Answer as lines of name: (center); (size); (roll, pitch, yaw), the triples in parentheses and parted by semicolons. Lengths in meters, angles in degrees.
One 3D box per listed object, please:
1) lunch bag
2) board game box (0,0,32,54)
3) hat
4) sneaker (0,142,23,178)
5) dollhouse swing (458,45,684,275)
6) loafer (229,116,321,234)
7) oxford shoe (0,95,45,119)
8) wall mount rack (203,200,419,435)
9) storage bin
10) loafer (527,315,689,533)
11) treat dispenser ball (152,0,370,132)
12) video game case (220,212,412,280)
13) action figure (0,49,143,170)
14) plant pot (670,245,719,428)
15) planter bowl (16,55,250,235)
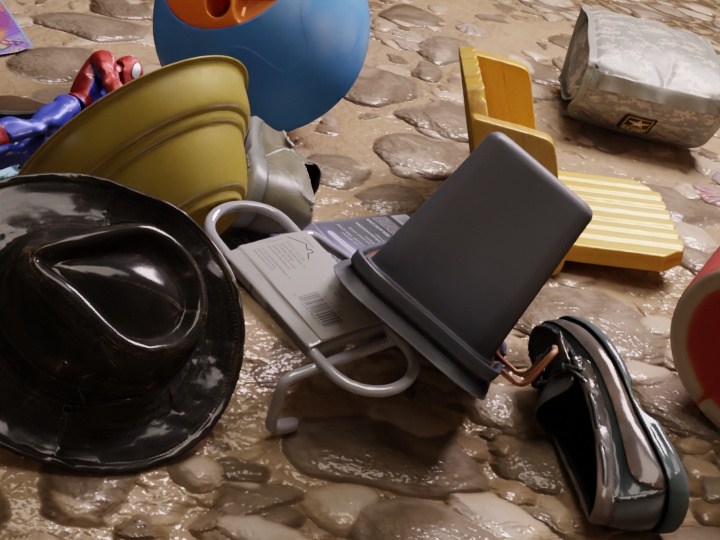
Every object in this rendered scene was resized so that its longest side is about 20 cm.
lunch bag: (0.316, -0.211, 1.517); (0.164, 0.118, 0.200); (15, 21, -1)
board game box: (-0.419, -0.270, 1.352); (0.158, 0.039, 0.200); (-2, 30, -29)
hat: (-0.150, 0.019, 0.770); (0.200, 0.081, 0.201); (8, 70, -22)
sneaker: (-0.293, -0.086, 0.997); (0.200, 0.090, 0.078); (7, 27, -19)
dollhouse swing: (0.185, -0.104, 1.199); (0.175, 0.182, 0.200); (-6, 26, 5)
loafer: (-0.072, -0.069, 1.094); (0.070, 0.075, 0.200); (22, 18, -12)
oxford shoe: (-0.246, -0.110, 1.090); (0.200, 0.073, 0.084); (8, 25, -12)
wall mount rack: (-0.018, 0.030, 0.905); (0.174, 0.075, 0.200); (-16, 47, -34)
storage bin: (0.087, -0.008, 0.896); (0.146, 0.134, 0.200); (41, 8, 4)
loafer: (0.145, 0.093, 0.888); (0.063, 0.072, 0.200); (-2, 32, -17)
treat dispenser ball: (-0.091, -0.226, 1.249); (0.200, 0.201, 0.201); (11, 26, -6)
video game case: (0.000, 0.000, 1.054); (0.200, 0.019, 0.143); (-8, 34, -36)
action figure: (-0.202, -0.093, 0.989); (0.099, 0.065, 0.200); (40, 45, -3)
plant pot: (0.331, 0.030, 0.982); (0.200, 0.201, 0.177); (32, 41, 32)
planter bowl: (-0.142, -0.056, 0.957); (0.200, 0.200, 0.084); (-20, 71, -49)
